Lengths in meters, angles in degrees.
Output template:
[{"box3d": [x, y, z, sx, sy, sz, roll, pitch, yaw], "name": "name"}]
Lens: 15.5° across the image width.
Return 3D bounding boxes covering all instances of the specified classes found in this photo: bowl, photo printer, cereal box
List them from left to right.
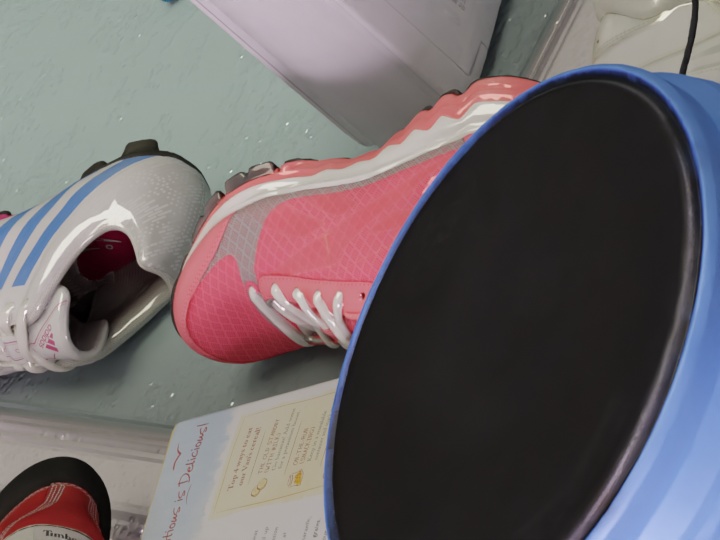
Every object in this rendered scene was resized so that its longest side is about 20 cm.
[{"box3d": [-0.023, -0.167, 1.068, 0.069, 0.200, 0.167, -18, 45, 41], "name": "photo printer"}, {"box3d": [-0.006, 0.103, 0.920, 0.200, 0.039, 0.144, -17, 46, 43], "name": "cereal box"}, {"box3d": [0.056, 0.029, 0.800, 0.201, 0.039, 0.201, -40, 38, 40], "name": "bowl"}]

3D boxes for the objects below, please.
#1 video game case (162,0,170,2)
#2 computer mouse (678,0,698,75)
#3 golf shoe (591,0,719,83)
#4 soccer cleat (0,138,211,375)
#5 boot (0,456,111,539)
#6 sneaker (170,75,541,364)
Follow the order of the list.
[{"box3d": [-0.050, -0.239, 1.350, 0.143, 0.018, 0.200, -32, 36, 26], "name": "video game case"}, {"box3d": [0.109, -0.063, 0.854, 0.059, 0.034, 0.201, 20, 117, 34], "name": "computer mouse"}, {"box3d": [0.155, -0.066, 0.879, 0.200, 0.075, 0.092, 3, 80, 52], "name": "golf shoe"}, {"box3d": [-0.148, 0.015, 1.162, 0.200, 0.070, 0.087, -30, 37, 30], "name": "soccer cleat"}, {"box3d": [-0.151, 0.173, 1.023, 0.200, 0.072, 0.144, -61, 11, 7], "name": "boot"}, {"box3d": [0.000, 0.000, 0.988, 0.200, 0.074, 0.087, -27, 40, 33], "name": "sneaker"}]
